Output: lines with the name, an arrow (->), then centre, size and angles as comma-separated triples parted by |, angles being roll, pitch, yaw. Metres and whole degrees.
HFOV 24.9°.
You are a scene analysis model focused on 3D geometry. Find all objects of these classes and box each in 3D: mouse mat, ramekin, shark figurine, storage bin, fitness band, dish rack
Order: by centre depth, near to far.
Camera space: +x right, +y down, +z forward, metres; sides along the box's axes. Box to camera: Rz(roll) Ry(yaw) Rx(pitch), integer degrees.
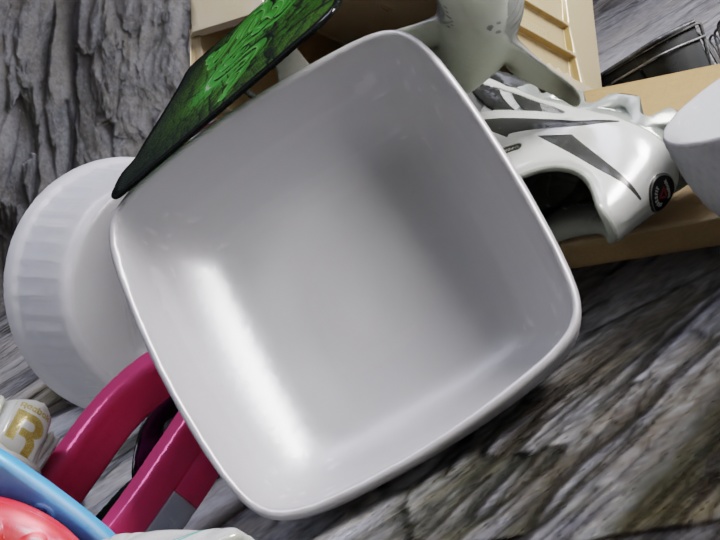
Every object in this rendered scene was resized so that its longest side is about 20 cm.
shark figurine -> 0.038, -0.129, 0.867 | 0.214, 0.128, 0.090 | -25, 45, 54
mouse mat -> -0.056, -0.122, 0.869 | 0.161, 0.008, 0.200 | -37, 16, 24
fitness band -> -0.138, 0.118, 0.912 | 0.144, 0.037, 0.200 | -6, 44, 53
storage bin -> 0.026, -0.143, 1.027 | 0.200, 0.094, 0.198 | -10, -14, 32
dish rack -> 0.248, -0.143, 1.112 | 0.200, 0.055, 0.153 | -24, -1, -25
ramekin -> -0.157, 0.012, 1.228 | 0.200, 0.201, 0.098 | -34, 18, -26

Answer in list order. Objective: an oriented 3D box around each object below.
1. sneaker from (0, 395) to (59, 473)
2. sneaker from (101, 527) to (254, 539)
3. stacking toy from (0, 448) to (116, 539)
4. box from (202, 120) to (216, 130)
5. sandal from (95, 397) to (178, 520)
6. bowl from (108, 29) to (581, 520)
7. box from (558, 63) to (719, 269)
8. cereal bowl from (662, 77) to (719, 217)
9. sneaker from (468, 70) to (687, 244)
sneaker -> -0.206, 0.115, 0.898 | 0.200, 0.074, 0.116 | -11, 43, 56
sneaker -> -0.105, 0.154, 0.655 | 0.080, 0.070, 0.200 | -22, 11, 28
stacking toy -> -0.180, 0.181, 0.698 | 0.116, 0.110, 0.200 | -43, 14, 25
box -> -0.193, -0.042, 1.724 | 0.200, 0.166, 0.164 | -20, 12, 47
sandal -> -0.111, 0.107, 1.004 | 0.075, 0.048, 0.200 | -25, 11, 32
bowl -> -0.005, 0.008, 0.811 | 0.200, 0.200, 0.075 | -32, -19, 7
box -> 0.131, -0.056, 0.930 | 0.200, 0.021, 0.164 | -9, 34, 25
cereal bowl -> 0.244, -0.073, 0.748 | 0.200, 0.083, 0.200 | -29, 9, 5
sneaker -> 0.075, -0.055, 0.878 | 0.200, 0.074, 0.089 | 9, 45, 44
